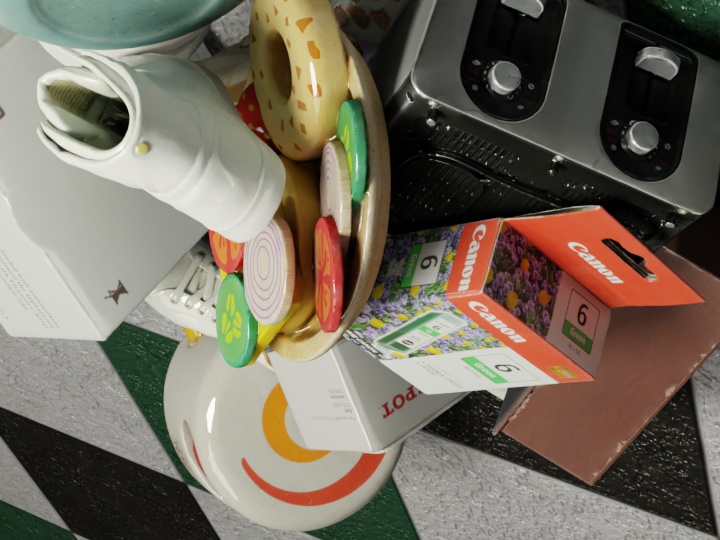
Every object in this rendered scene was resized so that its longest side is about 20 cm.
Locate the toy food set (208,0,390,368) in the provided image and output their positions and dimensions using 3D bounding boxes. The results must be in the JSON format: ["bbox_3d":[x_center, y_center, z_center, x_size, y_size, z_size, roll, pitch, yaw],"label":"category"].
[{"bbox_3d":[-0.039,-0.046,0.958,0.048,0.200,0.200,0,152,-27],"label":"toy food set"}]

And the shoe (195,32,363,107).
[{"bbox_3d":[-0.086,-0.120,1.089,0.199,0.070,0.054,-17,84,33],"label":"shoe"}]

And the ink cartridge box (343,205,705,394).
[{"bbox_3d":[0.081,0.021,0.979,0.199,0.051,0.109,-8,145,45],"label":"ink cartridge box"}]

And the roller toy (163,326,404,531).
[{"bbox_3d":[-0.066,0.110,1.413,0.198,0.184,0.140,17,179,-22],"label":"roller toy"}]

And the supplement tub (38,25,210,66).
[{"bbox_3d":[-0.138,-0.215,1.008,0.144,0.145,0.200,30,154,6],"label":"supplement tub"}]

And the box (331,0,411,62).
[{"bbox_3d":[0.003,-0.158,1.065,0.039,0.042,0.200,36,153,-7],"label":"box"}]

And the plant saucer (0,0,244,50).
[{"bbox_3d":[-0.122,-0.163,0.902,0.199,0.039,0.201,-11,156,-5],"label":"plant saucer"}]

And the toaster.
[{"bbox_3d":[0.091,-0.072,0.983,0.179,0.120,0.200,22,155,-9],"label":"toaster"}]

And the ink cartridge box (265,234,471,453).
[{"bbox_3d":[0.000,0.000,1.139,0.084,0.146,0.202,-5,110,52],"label":"ink cartridge box"}]

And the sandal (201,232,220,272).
[{"bbox_3d":[-0.080,-0.026,1.253,0.076,0.043,0.200,26,-171,-25],"label":"sandal"}]

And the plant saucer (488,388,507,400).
[{"bbox_3d":[0.129,0.036,1.241,0.199,0.050,0.201,27,153,15],"label":"plant saucer"}]

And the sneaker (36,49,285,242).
[{"bbox_3d":[-0.128,-0.091,0.938,0.115,0.074,0.200,27,-174,-36],"label":"sneaker"}]

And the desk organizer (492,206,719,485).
[{"bbox_3d":[0.170,0.042,1.102,0.077,0.072,0.201,30,130,-4],"label":"desk organizer"}]

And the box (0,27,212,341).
[{"bbox_3d":[-0.201,-0.090,1.200,0.130,0.200,0.200,0,130,48],"label":"box"}]

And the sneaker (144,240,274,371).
[{"bbox_3d":[-0.084,0.024,1.286,0.199,0.073,0.085,30,169,-10],"label":"sneaker"}]
